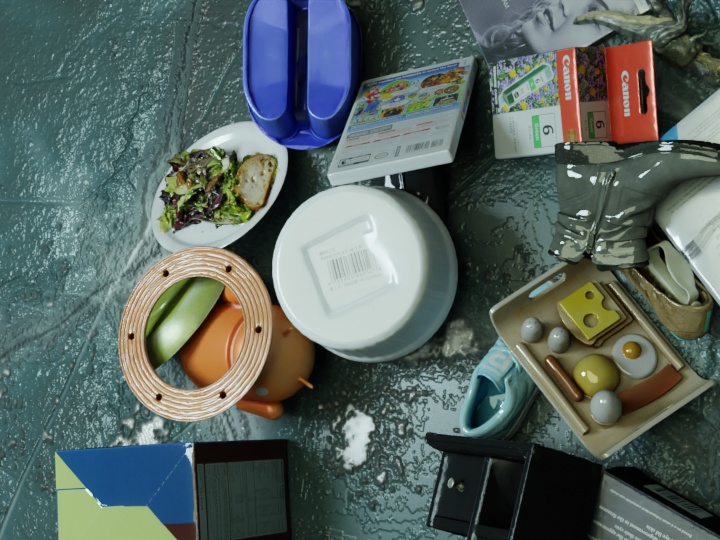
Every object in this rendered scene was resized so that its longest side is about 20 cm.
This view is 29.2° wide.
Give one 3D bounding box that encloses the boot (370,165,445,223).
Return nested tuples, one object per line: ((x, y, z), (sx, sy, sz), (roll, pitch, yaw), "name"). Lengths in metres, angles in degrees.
((0.021, -0.076, 1.605), (0.164, 0.066, 0.201), (-6, 87, 15), "boot")

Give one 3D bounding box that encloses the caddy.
((-0.070, -0.247, 1.658), (0.141, 0.105, 0.201), (0, 84, 6), "caddy")

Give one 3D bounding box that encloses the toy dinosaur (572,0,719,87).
((0.324, -0.264, 1.468), (0.200, 0.047, 0.088), (30, 110, 24), "toy dinosaur")

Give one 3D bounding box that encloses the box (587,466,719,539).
((0.282, 0.322, 1.406), (0.148, 0.104, 0.200), (29, 99, 28), "box")

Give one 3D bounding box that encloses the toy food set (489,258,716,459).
((0.249, 0.081, 1.439), (0.143, 0.060, 0.200), (-33, 68, -9), "toy food set")

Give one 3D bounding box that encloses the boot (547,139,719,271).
((0.285, -0.065, 1.386), (0.199, 0.068, 0.131), (2, 97, 30), "boot")

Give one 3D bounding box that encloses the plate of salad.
((-0.179, -0.107, 1.696), (0.200, 0.048, 0.201), (-18, 50, 23), "plate of salad")

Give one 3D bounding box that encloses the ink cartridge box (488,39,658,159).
((0.223, -0.180, 1.470), (0.200, 0.050, 0.109), (0, 95, 53), "ink cartridge box")

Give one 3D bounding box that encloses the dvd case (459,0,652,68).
((0.216, -0.307, 1.558), (0.200, 0.016, 0.149), (-29, 72, 22), "dvd case")

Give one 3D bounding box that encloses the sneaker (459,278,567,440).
((0.168, 0.101, 1.503), (0.074, 0.082, 0.201), (23, 96, 27), "sneaker")

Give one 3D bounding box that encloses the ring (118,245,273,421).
((-0.186, 0.072, 1.569), (0.200, 0.019, 0.201), (-5, 77, 23), "ring")

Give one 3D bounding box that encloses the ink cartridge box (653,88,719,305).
((0.386, -0.064, 1.402), (0.145, 0.084, 0.200), (-40, 67, 18), "ink cartridge box")

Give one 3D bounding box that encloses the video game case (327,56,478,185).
((0.050, -0.169, 1.548), (0.143, 0.018, 0.200), (-10, 35, 22), "video game case")

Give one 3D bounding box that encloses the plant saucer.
((-0.230, 0.039, 1.678), (0.200, 0.031, 0.200), (-41, 24, 22), "plant saucer")

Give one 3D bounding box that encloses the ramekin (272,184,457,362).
((0.000, 0.000, 1.525), (0.200, 0.098, 0.201), (-2, 85, 17), "ramekin")

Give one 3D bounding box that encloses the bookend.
((0.134, 0.278, 1.426), (0.200, 0.092, 0.199), (-4, 69, 61), "bookend")

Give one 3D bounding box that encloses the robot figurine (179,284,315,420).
((-0.134, 0.092, 1.630), (0.200, 0.116, 0.144), (4, 76, 46), "robot figurine")

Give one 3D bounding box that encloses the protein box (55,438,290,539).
((-0.217, 0.270, 1.623), (0.198, 0.200, 0.135), (-7, 81, 27), "protein box")

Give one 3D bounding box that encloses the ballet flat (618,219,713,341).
((0.297, -0.016, 1.436), (0.068, 0.072, 0.200), (-25, 64, -23), "ballet flat")
